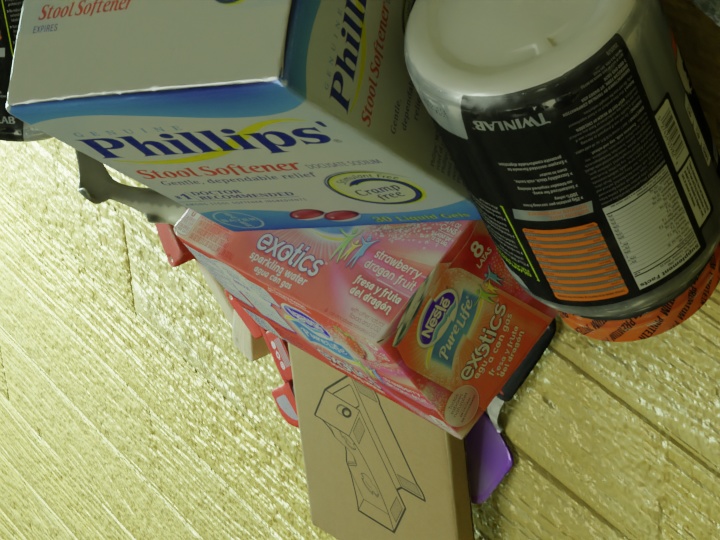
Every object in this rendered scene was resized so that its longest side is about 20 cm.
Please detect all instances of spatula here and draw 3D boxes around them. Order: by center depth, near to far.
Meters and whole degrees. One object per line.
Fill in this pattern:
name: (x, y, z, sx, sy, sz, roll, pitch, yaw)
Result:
spatula: (0.088, 0.083, 1.408, 0.057, 0.020, 0.200, 56, 151, 22)

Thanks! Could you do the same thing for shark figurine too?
shark figurine: (-0.093, -0.064, 1.551, 0.128, 0.213, 0.090, 62, -144, -67)

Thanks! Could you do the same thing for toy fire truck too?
toy fire truck: (-0.076, 0.027, 1.645, 0.201, 0.049, 0.141, 66, 154, 2)

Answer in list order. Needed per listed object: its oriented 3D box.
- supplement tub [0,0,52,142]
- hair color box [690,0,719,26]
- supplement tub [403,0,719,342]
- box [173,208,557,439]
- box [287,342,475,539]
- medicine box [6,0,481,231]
supplement tub: (-0.266, -0.212, 1.734, 0.122, 0.122, 0.201, 34, 138, 48)
hair color box: (0.176, -0.208, 0.969, 0.099, 0.060, 0.201, 48, 149, 34)
supplement tub: (0.108, -0.062, 1.094, 0.122, 0.122, 0.200, 39, 165, 44)
box: (0.000, 0.000, 1.267, 0.200, 0.095, 0.103, 26, 164, 48)
box: (0.013, 0.120, 1.508, 0.163, 0.021, 0.201, 27, 135, 42)
medicine box: (-0.046, -0.100, 1.145, 0.181, 0.200, 0.104, -2, 72, 35)
